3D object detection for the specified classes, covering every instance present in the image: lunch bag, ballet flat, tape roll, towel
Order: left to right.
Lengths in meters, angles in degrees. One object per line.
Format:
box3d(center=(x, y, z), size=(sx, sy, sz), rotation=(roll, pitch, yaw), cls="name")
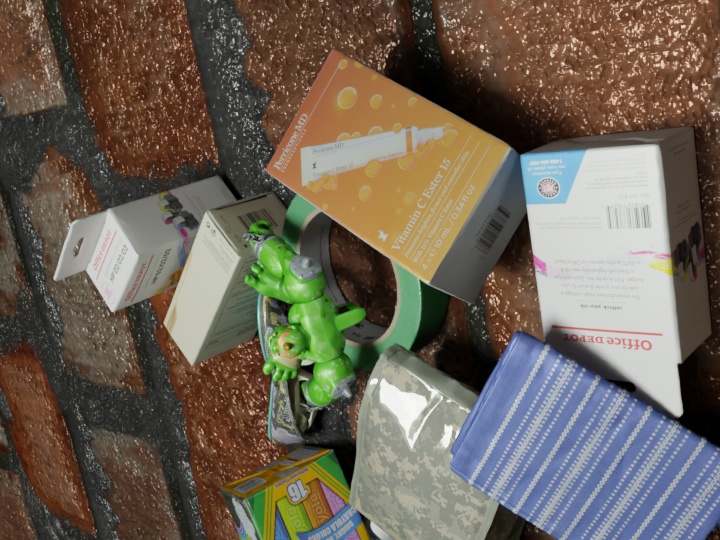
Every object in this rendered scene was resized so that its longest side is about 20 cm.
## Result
box3d(center=(-0.077, 0.113, 1.009), size=(0.071, 0.071, 0.205), rotation=(17, 119, 40), cls="ballet flat")
box3d(center=(0.000, 0.000, 0.884), size=(0.198, 0.048, 0.205), rotation=(20, 120, 38), cls="tape roll")
box3d(center=(0.083, 0.178, 0.819), size=(0.163, 0.117, 0.203), rotation=(32, 135, 29), cls="lunch bag")
box3d(center=(0.177, 0.150, 0.670), size=(0.198, 0.024, 0.147), rotation=(30, 118, 13), cls="towel")

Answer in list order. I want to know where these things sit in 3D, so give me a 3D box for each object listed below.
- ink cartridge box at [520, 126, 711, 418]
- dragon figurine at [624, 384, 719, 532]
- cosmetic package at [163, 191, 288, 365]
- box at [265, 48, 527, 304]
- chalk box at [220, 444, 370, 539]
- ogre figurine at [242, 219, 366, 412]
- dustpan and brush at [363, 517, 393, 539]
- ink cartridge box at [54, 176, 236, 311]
box3d(center=(0.200, 0.001, 0.664), size=(0.114, 0.067, 0.205), rotation=(3, 108, 44), cls="ink cartridge box")
box3d(center=(0.218, 0.137, 0.711), size=(0.200, 0.058, 0.100), rotation=(47, 134, 20), cls="dragon figurine")
box3d(center=(-0.150, 0.011, 1.002), size=(0.071, 0.104, 0.201), rotation=(49, 133, 19), cls="cosmetic package")
box3d(center=(0.036, -0.082, 0.741), size=(0.199, 0.097, 0.126), rotation=(35, 97, 30), cls="box")
box3d(center=(-0.061, 0.326, 1.009), size=(0.204, 0.122, 0.124), rotation=(67, 157, -3), cls="chalk box")
box3d(center=(-0.056, 0.050, 0.864), size=(0.119, 0.096, 0.205), rotation=(4, 95, 63), cls="ogre figurine")
box3d(center=(0.069, 0.313, 0.937), size=(0.199, 0.057, 0.142), rotation=(34, 129, 28), cls="dustpan and brush")
box3d(center=(-0.240, -0.026, 0.993), size=(0.068, 0.198, 0.116), rotation=(52, 136, 14), cls="ink cartridge box")
